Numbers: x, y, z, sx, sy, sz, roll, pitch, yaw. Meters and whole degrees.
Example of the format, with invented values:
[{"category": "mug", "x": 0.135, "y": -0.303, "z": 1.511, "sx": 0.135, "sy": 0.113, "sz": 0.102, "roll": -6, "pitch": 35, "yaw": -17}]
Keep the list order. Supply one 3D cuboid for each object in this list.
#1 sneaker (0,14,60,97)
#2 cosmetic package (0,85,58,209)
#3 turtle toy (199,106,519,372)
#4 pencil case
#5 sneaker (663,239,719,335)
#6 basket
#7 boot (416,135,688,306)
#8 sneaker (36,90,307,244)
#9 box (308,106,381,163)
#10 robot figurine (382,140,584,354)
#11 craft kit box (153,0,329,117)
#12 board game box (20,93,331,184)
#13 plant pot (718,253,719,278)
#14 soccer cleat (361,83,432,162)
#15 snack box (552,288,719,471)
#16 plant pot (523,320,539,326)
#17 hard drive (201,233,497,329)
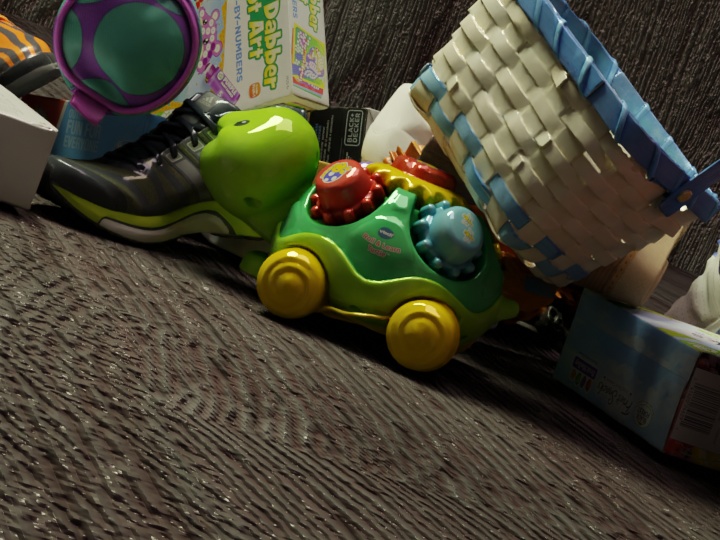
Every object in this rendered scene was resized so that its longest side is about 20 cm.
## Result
[{"category": "sneaker", "x": -0.266, "y": -0.163, "z": 1.220, "sx": 0.077, "sy": 0.113, "sz": 0.199, "roll": -28, "pitch": 18, "yaw": -25}, {"category": "cosmetic package", "x": -0.239, "y": -0.089, "z": 1.047, "sx": 0.082, "sy": 0.051, "sz": 0.200, "roll": 16, "pitch": 8, "yaw": -27}, {"category": "turtle toy", "x": -0.002, "y": -0.020, "z": 1.031, "sx": 0.198, "sy": 0.102, "sz": 0.146, "roll": 22, "pitch": 6, "yaw": 8}, {"category": "pencil case", "x": -0.142, "y": -0.140, "z": 1.118, "sx": 0.085, "sy": 0.093, "sz": 0.200, "roll": 39, "pitch": 2, "yaw": -11}, {"category": "sneaker", "x": 0.260, "y": 0.005, "z": 1.232, "sx": 0.080, "sy": 0.199, "sz": 0.116, "roll": 25, "pitch": 46, "yaw": -24}, {"category": "basket", "x": 0.139, "y": -0.106, "z": 1.012, "sx": 0.139, "sy": 0.200, "sz": 0.177, "roll": 25, "pitch": 32, "yaw": -51}, {"category": "boot", "x": 0.123, "y": -0.050, "z": 1.175, "sx": 0.166, "sy": 0.073, "sz": 0.200, "roll": 34, "pitch": 15, "yaw": 5}, {"category": "sneaker", "x": -0.108, "y": -0.065, "z": 1.083, "sx": 0.074, "sy": 0.082, "sz": 0.199, "roll": 25, "pitch": 19, "yaw": 38}, {"category": "box", "x": -0.054, "y": -0.090, "z": 1.419, "sx": 0.198, "sy": 0.061, "sz": 0.116, "roll": 6, "pitch": -2, "yaw": 29}, {"category": "robot figurine", "x": 0.100, "y": -0.012, "z": 1.225, "sx": 0.199, "sy": 0.058, "sz": 0.146, "roll": 17, "pitch": 39, "yaw": -40}, {"category": "craft kit box", "x": -0.112, "y": -0.191, "z": 1.350, "sx": 0.196, "sy": 0.202, "sz": 0.048, "roll": -15, "pitch": -18, "yaw": 35}, {"category": "board game box", "x": -0.109, "y": -0.070, "z": 1.237, "sx": 0.199, "sy": 0.041, "sz": 0.152, "roll": 13, "pitch": 1, "yaw": -43}, {"category": "plant pot", "x": 0.276, "y": 0.026, "z": 0.945, "sx": 0.198, "sy": 0.201, "sz": 0.179, "roll": 18, "pitch": 23, "yaw": -27}, {"category": "soccer cleat", "x": 0.075, "y": -0.064, "z": 1.329, "sx": 0.069, "sy": 0.078, "sz": 0.199, "roll": 23, "pitch": -5, "yaw": 42}, {"category": "snack box", "x": 0.238, "y": 0.085, "z": 1.111, "sx": 0.198, "sy": 0.068, "sz": 0.169, "roll": 18, "pitch": 6, "yaw": -18}, {"category": "plant pot", "x": 0.064, "y": -0.009, "z": 1.358, "sx": 0.199, "sy": 0.028, "sz": 0.200, "roll": 27, "pitch": -4, "yaw": 2}, {"category": "hard drive", "x": 0.000, "y": 0.000, "z": 1.225, "sx": 0.131, "sy": 0.026, "sz": 0.200, "roll": 25, "pitch": 7, "yaw": 26}]
